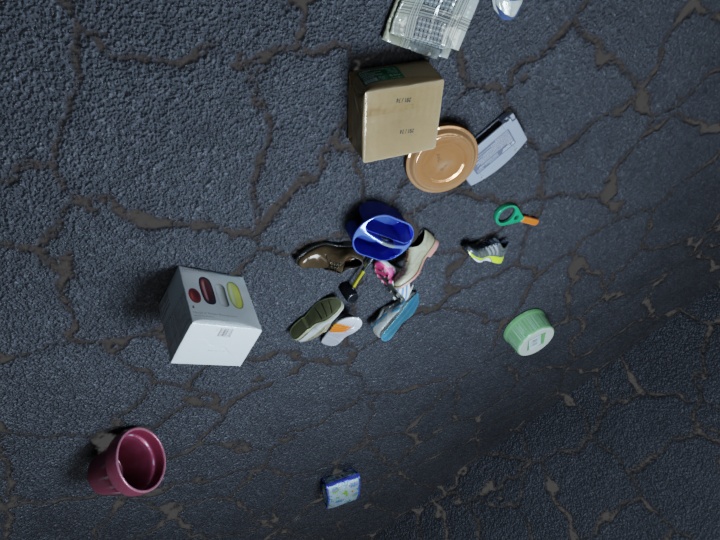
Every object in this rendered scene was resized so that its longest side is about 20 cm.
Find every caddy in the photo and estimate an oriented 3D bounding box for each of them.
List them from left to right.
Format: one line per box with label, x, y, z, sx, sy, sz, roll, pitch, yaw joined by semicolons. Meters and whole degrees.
caddy;0.056;-0.102;1.527;0.199;0.105;0.142;16;124;-41

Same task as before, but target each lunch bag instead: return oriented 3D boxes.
lunch bag;-0.093;1.016;2.594;0.169;0.128;0.201;-13;147;-18

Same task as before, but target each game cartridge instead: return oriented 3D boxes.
game cartridge;0.359;-0.331;1.526;0.200;0.041;0.133;-39;136;12

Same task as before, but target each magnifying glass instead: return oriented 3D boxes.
magnifying glass;0.509;-0.174;1.794;0.199;0.022;0.080;9;127;-35

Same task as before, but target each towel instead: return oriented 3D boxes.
towel;0.160;-0.556;1.171;0.191;0.035;0.201;1;132;-32

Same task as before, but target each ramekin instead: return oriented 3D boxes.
ramekin;0.707;0.263;2.304;0.198;0.098;0.201;-17;139;-15

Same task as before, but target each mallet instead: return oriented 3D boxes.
mallet;0.000;0.000;1.663;0.041;0.066;0.201;15;108;-42

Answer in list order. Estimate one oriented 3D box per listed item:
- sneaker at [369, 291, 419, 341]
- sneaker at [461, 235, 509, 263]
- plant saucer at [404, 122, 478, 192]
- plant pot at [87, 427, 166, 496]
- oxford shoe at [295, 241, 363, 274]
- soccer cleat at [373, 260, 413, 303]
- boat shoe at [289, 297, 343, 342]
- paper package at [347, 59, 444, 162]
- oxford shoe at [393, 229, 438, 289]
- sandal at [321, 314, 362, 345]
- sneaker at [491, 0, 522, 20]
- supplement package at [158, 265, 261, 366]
sneaker;0.115;0.138;1.845;0.200;0.081;0.077;-44;141;-13
sneaker;0.409;-0.076;1.805;0.199;0.074;0.081;1;126;-42
plant saucer;0.215;-0.290;1.454;0.198;0.032;0.202;-7;131;-8
plant pot;-0.752;0.623;1.753;0.178;0.201;0.200;-26;143;21
oxford shoe;-0.082;-0.030;1.540;0.198;0.085;0.073;-8;138;-21
soccer cleat;0.105;0.015;1.723;0.087;0.070;0.200;-52;136;-20
boat shoe;-0.127;0.153;1.719;0.199;0.075;0.068;-34;147;17
paper package;0.078;-0.365;1.269;0.198;0.104;0.192;-15;137;-16
oxford shoe;0.152;-0.036;1.662;0.074;0.071;0.201;44;74;-29
sandal;-0.069;0.180;1.795;0.079;0.060;0.207;21;142;-24
sneaker;0.331;-0.620;1.166;0.075;0.088;0.201;-22;141;-12
supplement package;-0.389;0.120;1.421;0.190;0.201;0.148;11;125;-39
